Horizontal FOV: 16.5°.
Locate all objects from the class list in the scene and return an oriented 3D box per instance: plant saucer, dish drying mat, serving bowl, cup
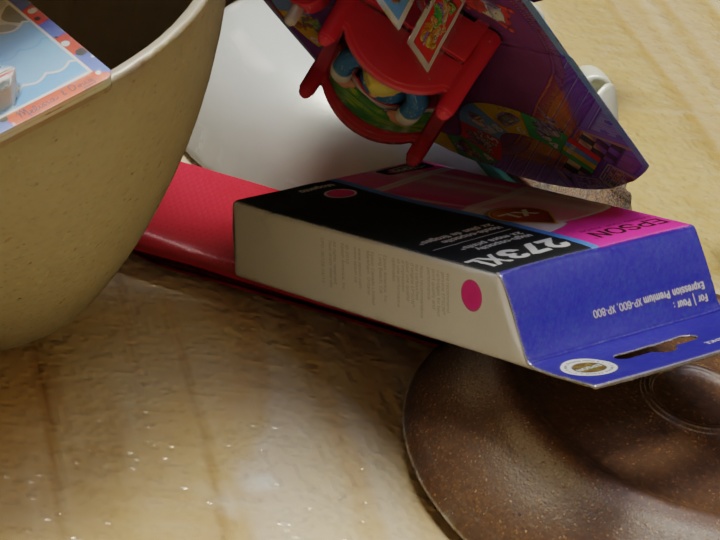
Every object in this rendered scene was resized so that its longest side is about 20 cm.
[{"bbox_3d":[0.115,0.058,0.888,0.199,0.037,0.201,10,32,-6],"label":"plant saucer"},{"bbox_3d":[0.000,0.000,0.987,0.199,0.018,0.077,16,28,4],"label":"dish drying mat"},{"bbox_3d":[0.017,-0.082,1.105,0.199,0.066,0.200,12,25,-6],"label":"serving bowl"},{"bbox_3d":[-0.140,-0.057,0.857,0.199,0.144,0.201,0,44,0],"label":"cup"}]

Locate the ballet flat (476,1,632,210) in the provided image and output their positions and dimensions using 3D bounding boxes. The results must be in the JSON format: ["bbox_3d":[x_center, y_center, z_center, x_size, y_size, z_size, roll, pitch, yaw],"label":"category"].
[{"bbox_3d":[0.061,-0.068,0.996,0.200,0.067,0.068,42,3,-20],"label":"ballet flat"}]

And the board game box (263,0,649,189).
[{"bbox_3d":[0.006,-0.074,0.879,0.158,0.039,0.200,18,-22,42],"label":"board game box"}]

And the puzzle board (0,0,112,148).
[{"bbox_3d":[-0.196,-0.054,0.738,0.199,0.017,0.151,-31,50,-28],"label":"puzzle board"}]

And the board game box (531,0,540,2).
[{"bbox_3d":[0.025,-0.151,1.163,0.120,0.033,0.199,-5,-7,38],"label":"board game box"}]

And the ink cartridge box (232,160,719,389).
[{"bbox_3d":[0.049,-0.002,0.892,0.094,0.037,0.200,-13,21,-37],"label":"ink cartridge box"}]
